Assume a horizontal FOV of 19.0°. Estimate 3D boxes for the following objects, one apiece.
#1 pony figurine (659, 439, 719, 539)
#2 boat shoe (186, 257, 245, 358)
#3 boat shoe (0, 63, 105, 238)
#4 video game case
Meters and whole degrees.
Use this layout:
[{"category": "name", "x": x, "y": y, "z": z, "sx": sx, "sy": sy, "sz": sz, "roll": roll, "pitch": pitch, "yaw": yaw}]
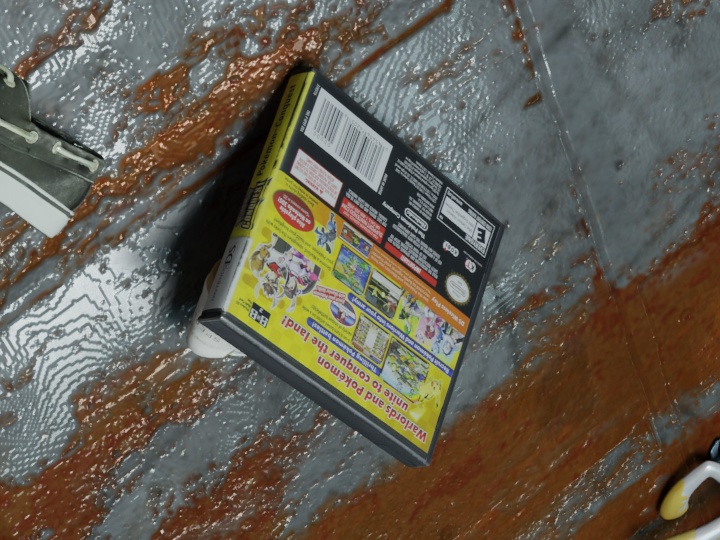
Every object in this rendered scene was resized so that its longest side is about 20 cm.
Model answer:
[{"category": "pony figurine", "x": 0.348, "y": 0.197, "z": 1.759, "sx": 0.200, "sy": 0.167, "sz": 0.193, "roll": -40, "pitch": 126, "yaw": 11}, {"category": "boat shoe", "x": -0.035, "y": 0.021, "z": 1.421, "sx": 0.199, "sy": 0.071, "sz": 0.069, "roll": -4, "pitch": 145, "yaw": -43}, {"category": "boat shoe", "x": -0.220, "y": -0.091, "z": 1.215, "sx": 0.064, "sy": 0.071, "sz": 0.200, "roll": -50, "pitch": 141, "yaw": 0}, {"category": "video game case", "x": 0.000, "y": 0.000, "z": 1.378, "sx": 0.200, "sy": 0.025, "sz": 0.182, "roll": 37, "pitch": 61, "yaw": -35}]
